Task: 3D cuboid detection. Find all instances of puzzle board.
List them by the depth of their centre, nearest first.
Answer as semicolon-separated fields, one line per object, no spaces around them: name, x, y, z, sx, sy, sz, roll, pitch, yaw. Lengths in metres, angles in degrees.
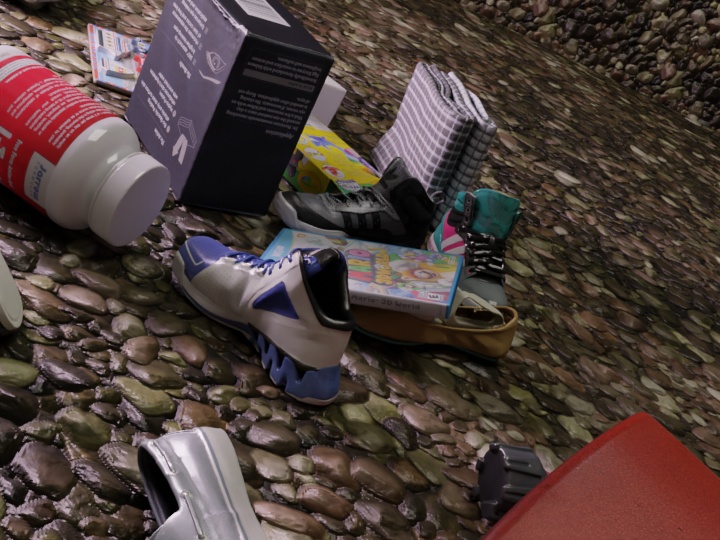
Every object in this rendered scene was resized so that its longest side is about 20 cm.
puzzle board;-0.276;-0.262;1.513;0.149;0.018;0.201;17;24;-24

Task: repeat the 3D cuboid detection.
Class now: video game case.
video game case;0.000;0.000;1.182;0.198;0.018;0.143;9;22;8

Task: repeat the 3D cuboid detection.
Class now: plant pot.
plant pot;0.150;0.240;0.721;0.175;0.202;0.200;-8;40;-39

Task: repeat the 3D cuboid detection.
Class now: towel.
towel;0.092;-0.168;1.540;0.085;0.167;0.201;11;27;-22

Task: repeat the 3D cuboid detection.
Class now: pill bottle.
pill bottle;-0.275;-0.110;1.066;0.199;0.113;0.112;34;23;15

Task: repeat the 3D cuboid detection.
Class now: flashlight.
flashlight;0.191;0.188;1.021;0.198;0.068;0.068;16;26;-29

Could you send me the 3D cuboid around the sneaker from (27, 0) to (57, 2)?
sneaker;-0.421;-0.397;1.562;0.092;0.076;0.200;36;31;1

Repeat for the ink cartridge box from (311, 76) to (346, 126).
ink cartridge box;-0.138;-0.273;1.589;0.200;0.085;0.145;40;17;30

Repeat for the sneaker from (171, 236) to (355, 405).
sneaker;-0.069;0.013;1.035;0.199;0.116;0.080;40;25;27

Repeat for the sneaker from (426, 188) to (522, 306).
sneaker;0.147;-0.030;1.363;0.083;0.122;0.201;16;25;-25

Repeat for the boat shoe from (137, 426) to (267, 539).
boat shoe;-0.101;0.177;0.732;0.071;0.071;0.201;-3;34;-21

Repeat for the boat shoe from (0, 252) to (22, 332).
boat shoe;-0.319;-0.017;0.915;0.061;0.073;0.201;-28;54;-10

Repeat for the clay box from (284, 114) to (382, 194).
clay box;-0.048;-0.130;1.451;0.114;0.048;0.200;2;35;-47

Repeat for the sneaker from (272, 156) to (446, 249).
sneaker;0.003;-0.079;1.303;0.198;0.114;0.076;18;23;-32

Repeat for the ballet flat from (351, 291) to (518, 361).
ballet flat;0.079;0.044;1.205;0.198;0.063;0.069;12;26;-32

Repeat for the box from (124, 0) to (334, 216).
box;-0.150;-0.200;1.282;0.116;0.201;0.197;8;29;-37
